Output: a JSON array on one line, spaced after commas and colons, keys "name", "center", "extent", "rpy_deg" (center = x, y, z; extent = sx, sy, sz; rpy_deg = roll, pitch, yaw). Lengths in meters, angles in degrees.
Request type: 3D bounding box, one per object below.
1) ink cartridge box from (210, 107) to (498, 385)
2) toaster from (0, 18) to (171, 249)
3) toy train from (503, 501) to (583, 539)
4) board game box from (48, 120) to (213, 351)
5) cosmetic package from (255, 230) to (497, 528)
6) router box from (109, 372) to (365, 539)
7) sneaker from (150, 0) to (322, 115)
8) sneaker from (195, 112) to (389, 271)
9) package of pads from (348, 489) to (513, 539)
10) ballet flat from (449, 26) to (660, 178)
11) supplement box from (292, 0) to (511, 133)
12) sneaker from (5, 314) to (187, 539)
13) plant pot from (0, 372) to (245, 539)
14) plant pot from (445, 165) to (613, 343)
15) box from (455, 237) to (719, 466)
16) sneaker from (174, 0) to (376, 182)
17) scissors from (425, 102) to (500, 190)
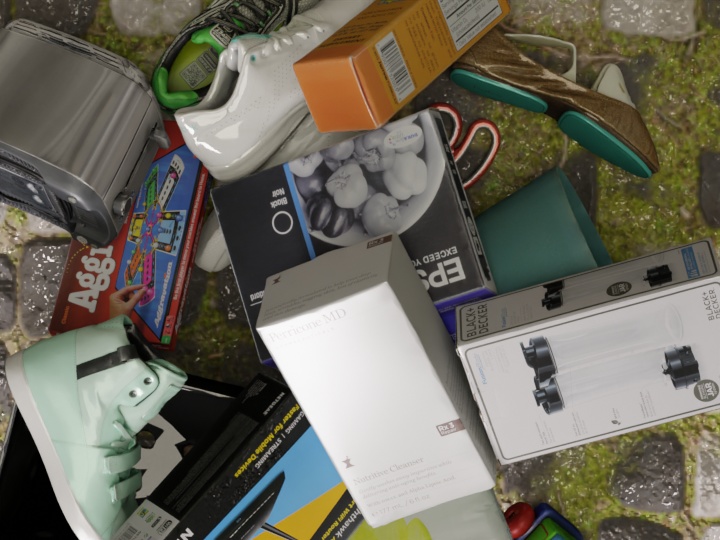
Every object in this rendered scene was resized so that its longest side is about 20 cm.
[{"name": "ink cartridge box", "center": [0.000, 0.000, 1.425], "extent": [0.198, 0.043, 0.200], "rpy_deg": [-19, 87, 20]}, {"name": "toaster", "center": [-0.254, -0.115, 1.481], "extent": [0.200, 0.114, 0.129], "rpy_deg": [22, 67, 17]}, {"name": "toy train", "center": [0.117, 0.301, 1.567], "extent": [0.085, 0.116, 0.200], "rpy_deg": [41, 97, -21]}, {"name": "board game box", "center": [-0.182, -0.033, 1.503], "extent": [0.103, 0.019, 0.200], "rpy_deg": [5, 66, 11]}, {"name": "cosmetic package", "center": [0.016, 0.082, 1.379], "extent": [0.113, 0.081, 0.200], "rpy_deg": [-22, 118, 17]}, {"name": "router box", "center": [-0.093, 0.199, 1.398], "extent": [0.200, 0.051, 0.149], "rpy_deg": [-48, 131, -16]}, {"name": "sneaker", "center": [-0.093, -0.199, 1.506], "extent": [0.078, 0.085, 0.200], "rpy_deg": [41, 96, -6]}, {"name": "sneaker", "center": [-0.052, -0.064, 1.532], "extent": [0.088, 0.075, 0.200], "rpy_deg": [40, 96, -18]}, {"name": "package of pads", "center": [0.018, 0.218, 1.523], "extent": [0.200, 0.068, 0.155], "rpy_deg": [-19, 65, -6]}, {"name": "ballet flat", "center": [0.172, -0.151, 1.534], "extent": [0.200, 0.068, 0.072], "rpy_deg": [26, 79, -1]}, {"name": "supplement box", "center": [0.036, -0.184, 1.454], "extent": [0.066, 0.200, 0.069], "rpy_deg": [-2, 119, 42]}, {"name": "sneaker", "center": [-0.173, 0.132, 1.384], "extent": [0.118, 0.074, 0.201], "rpy_deg": [-25, 96, 10]}, {"name": "plant pot", "center": [-0.189, 0.162, 1.518], "extent": [0.200, 0.177, 0.200], "rpy_deg": [15, 99, -4]}, {"name": "plant pot", "center": [0.132, 0.039, 1.495], "extent": [0.161, 0.201, 0.201], "rpy_deg": [-26, 99, 10]}, {"name": "box", "center": [0.180, 0.061, 1.364], "extent": [0.200, 0.060, 0.117], "rpy_deg": [-17, 118, 10]}, {"name": "sneaker", "center": [-0.066, -0.167, 1.467], "extent": [0.200, 0.075, 0.089], "rpy_deg": [-49, 128, -12]}, {"name": "scissors", "center": [0.042, -0.053, 1.566], "extent": [0.073, 0.014, 0.200], "rpy_deg": [33, 96, -7]}]
